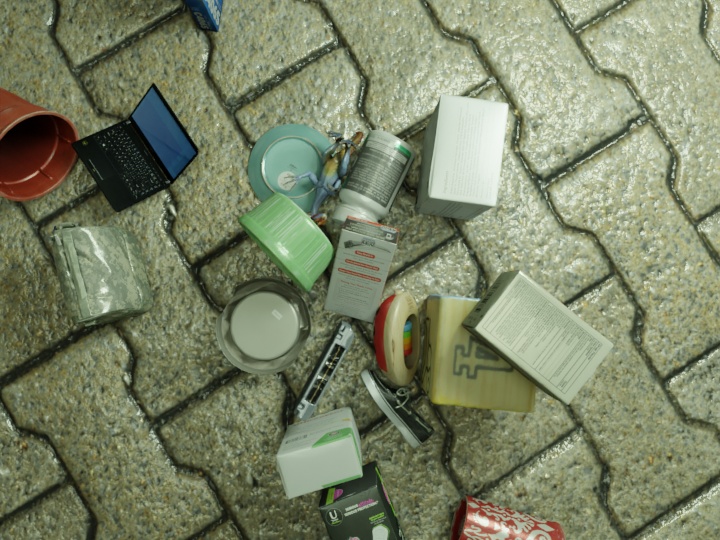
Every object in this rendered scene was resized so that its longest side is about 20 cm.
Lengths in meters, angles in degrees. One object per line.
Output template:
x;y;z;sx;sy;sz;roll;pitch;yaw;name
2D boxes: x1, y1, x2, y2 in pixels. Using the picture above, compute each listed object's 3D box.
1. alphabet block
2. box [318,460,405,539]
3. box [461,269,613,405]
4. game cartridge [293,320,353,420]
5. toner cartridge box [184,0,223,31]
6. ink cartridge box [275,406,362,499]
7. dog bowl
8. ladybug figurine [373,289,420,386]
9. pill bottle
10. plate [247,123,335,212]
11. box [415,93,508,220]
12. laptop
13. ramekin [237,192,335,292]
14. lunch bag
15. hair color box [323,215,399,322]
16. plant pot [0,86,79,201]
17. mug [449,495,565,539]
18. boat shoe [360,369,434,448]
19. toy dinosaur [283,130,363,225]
0.231;0.156;1.038;0.195;0.195;0.201;5;89;1;alphabet block
0.012;0.518;1.044;0.124;0.149;0.201;-21;89;0;box
0.296;0.110;0.892;0.200;0.109;0.128;39;88;0;box
-0.072;0.199;1.061;0.040;0.133;0.201;29;89;-7;game cartridge
-0.324;-0.578;1.051;0.043;0.200;0.096;7;89;-2;toner cartridge box
-0.076;0.350;1.025;0.145;0.200;0.088;-17;92;-2;ink cartridge box
-0.200;0.115;1.101;0.199;0.059;0.201;0;89;-1;dog bowl
0.073;0.137;1.074;0.072;0.136;0.201;4;100;29;ladybug figurine
0.025;-0.178;1.085;0.113;0.113;0.201;26;87;0;pill bottle
-0.147;-0.222;1.129;0.199;0.026;0.201;0;88;-2;plate
0.195;-0.217;1.045;0.130;0.199;0.201;8;88;-1;box
-0.470;-0.254;1.084;0.200;0.103;0.178;-33;88;-22;laptop
-0.142;-0.060;1.042;0.098;0.200;0.200;-44;89;-9;ramekin
-0.528;0.008;1.046;0.139;0.168;0.201;-15;88;-1;lunch bag
0.000;0.000;1.054;0.110;0.064;0.201;16;125;0;hair color box
-0.723;-0.278;1.051;0.195;0.201;0.201;33;88;9;plant pot
0.286;0.568;1.058;0.199;0.133;0.178;20;86;3;mug
0.080;0.277;1.089;0.068;0.074;0.200;-38;89;3;boat shoe
-0.054;-0.187;1.089;0.105;0.200;0.182;33;123;29;toy dinosaur
